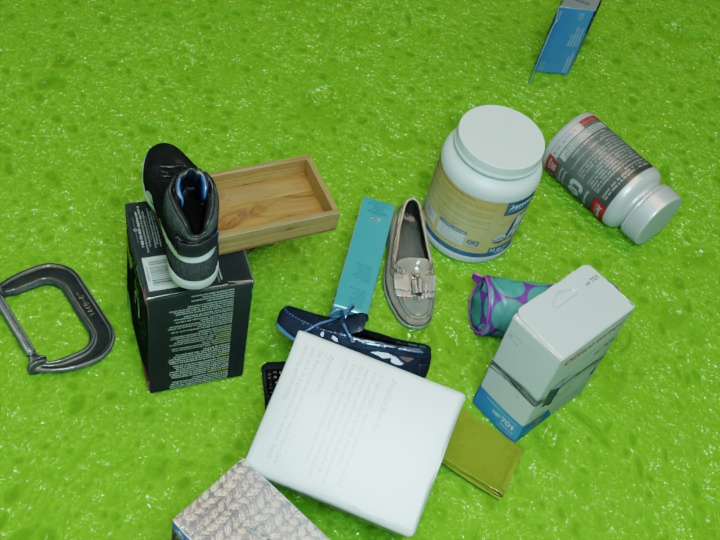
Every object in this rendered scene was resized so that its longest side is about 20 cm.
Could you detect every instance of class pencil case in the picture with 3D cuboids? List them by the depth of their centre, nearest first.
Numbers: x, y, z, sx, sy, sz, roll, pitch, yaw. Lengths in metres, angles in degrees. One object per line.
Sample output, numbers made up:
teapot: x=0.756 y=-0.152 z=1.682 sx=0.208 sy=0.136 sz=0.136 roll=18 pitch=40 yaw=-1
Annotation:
pencil case: x=0.255 y=0.050 z=1.376 sx=0.199 sy=0.085 sz=0.093 roll=2 pitch=69 yaw=-11

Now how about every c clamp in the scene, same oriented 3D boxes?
c clamp: x=-0.417 y=0.063 z=1.259 sx=0.171 sy=0.027 sz=0.200 roll=-28 pitch=62 yaw=-35

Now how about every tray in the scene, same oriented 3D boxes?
tray: x=-0.136 y=-0.073 z=1.161 sx=0.200 sy=0.037 sz=0.099 roll=-14 pitch=56 yaw=-21

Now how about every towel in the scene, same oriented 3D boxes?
towel: x=0.110 y=0.201 z=1.250 sx=0.200 sy=0.018 sz=0.086 roll=34 pitch=53 yaw=1

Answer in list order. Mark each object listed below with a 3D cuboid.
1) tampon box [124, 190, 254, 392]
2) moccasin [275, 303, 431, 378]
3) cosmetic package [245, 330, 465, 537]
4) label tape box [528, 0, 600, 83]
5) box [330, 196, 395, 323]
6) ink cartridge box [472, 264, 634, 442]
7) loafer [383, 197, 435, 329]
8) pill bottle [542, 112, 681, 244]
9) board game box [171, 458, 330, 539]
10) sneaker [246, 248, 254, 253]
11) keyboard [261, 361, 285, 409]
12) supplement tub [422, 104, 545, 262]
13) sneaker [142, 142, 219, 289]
tampon box: x=-0.214 y=0.028 z=1.215 sx=0.126 sy=0.200 sz=0.150 roll=-9 pitch=54 yaw=-18
moccasin: x=-0.005 y=0.080 z=1.239 sx=0.200 sy=0.068 sz=0.080 roll=22 pitch=17 yaw=-2
cosmetic package: x=-0.008 y=0.191 z=1.130 sx=0.200 sy=0.165 sz=0.165 roll=22 pitch=75 yaw=4
label tape box: x=0.366 y=-0.423 z=1.724 sx=0.066 sy=0.143 sz=0.200 roll=23 pitch=52 yaw=6
box: x=0.000 y=0.000 z=1.359 sx=0.049 sy=0.082 sz=0.200 roll=16 pitch=52 yaw=-1
ink cartridge box: x=0.240 y=0.107 z=1.255 sx=0.146 sy=0.200 sz=0.086 roll=-30 pitch=64 yaw=-29
loafer: x=0.070 y=-0.015 z=1.398 sx=0.072 sy=0.063 sz=0.200 roll=4 pitch=52 yaw=-11
pill bottle: x=0.388 y=-0.141 z=1.532 sx=0.114 sy=0.114 sz=0.200 roll=-29 pitch=64 yaw=-29
board game box: x=-0.108 y=0.318 z=1.018 sx=0.159 sy=0.200 sz=0.097 roll=40 pitch=55 yaw=17
sneaker: x=-0.170 y=-0.070 z=1.381 sx=0.090 sy=0.075 sz=0.200 roll=43 pitch=55 yaw=17
keyboard: x=-0.024 y=0.151 z=1.267 sx=0.199 sy=0.040 sz=0.104 roll=-2 pitch=53 yaw=-13
supplement tub: x=0.174 y=-0.122 z=1.415 sx=0.144 sy=0.200 sz=0.145 roll=6 pitch=52 yaw=-8
sneaker: x=-0.188 y=-0.090 z=1.066 sx=0.073 sy=0.112 sz=0.200 roll=-9 pitch=55 yaw=-20
